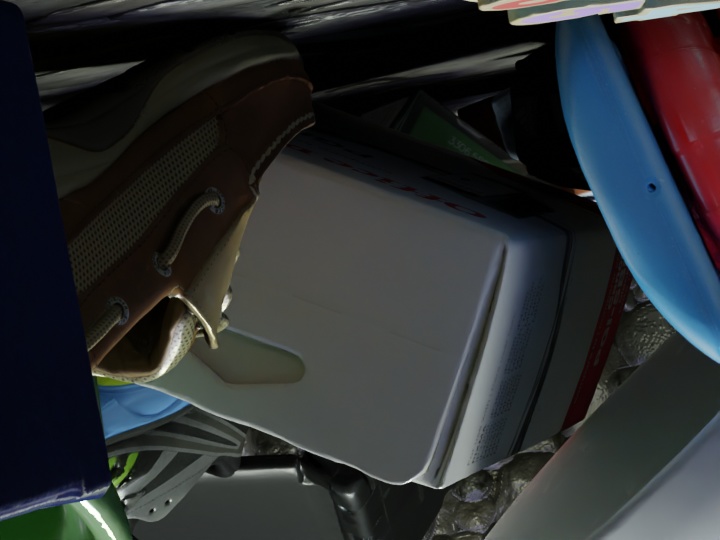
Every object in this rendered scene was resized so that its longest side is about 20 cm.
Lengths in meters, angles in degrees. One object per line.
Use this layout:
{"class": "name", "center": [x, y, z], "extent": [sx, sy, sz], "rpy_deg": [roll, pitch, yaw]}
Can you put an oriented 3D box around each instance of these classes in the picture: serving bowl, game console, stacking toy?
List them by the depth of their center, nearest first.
{"class": "stacking toy", "center": [0.160, -0.064, 0.721], "extent": [0.199, 0.117, 0.110], "rpy_deg": [-26, -177, 9]}
{"class": "serving bowl", "center": [0.118, 0.068, 0.819], "extent": [0.200, 0.066, 0.200], "rpy_deg": [-46, -179, 1]}
{"class": "game console", "center": [-0.027, 0.066, 1.053], "extent": [0.116, 0.176, 0.200], "rpy_deg": [30, 166, 13]}

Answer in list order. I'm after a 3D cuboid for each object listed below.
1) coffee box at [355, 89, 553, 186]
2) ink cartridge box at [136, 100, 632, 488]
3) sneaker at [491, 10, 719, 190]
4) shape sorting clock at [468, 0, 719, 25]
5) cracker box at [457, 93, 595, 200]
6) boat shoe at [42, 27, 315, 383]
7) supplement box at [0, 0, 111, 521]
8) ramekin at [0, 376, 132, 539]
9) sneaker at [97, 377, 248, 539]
{"class": "coffee box", "center": [0.025, -0.017, 1.104], "extent": [0.123, 0.044, 0.200], "rpy_deg": [35, 164, -13]}
{"class": "ink cartridge box", "center": [0.000, 0.000, 0.837], "extent": [0.146, 0.083, 0.200], "rpy_deg": [20, -171, 15]}
{"class": "sneaker", "center": [0.096, -0.055, 0.880], "extent": [0.080, 0.074, 0.200], "rpy_deg": [-8, 177, -6]}
{"class": "shape sorting clock", "center": [0.116, -0.077, 0.556], "extent": [0.199, 0.039, 0.200], "rpy_deg": [-12, 179, 0]}
{"class": "cracker box", "center": [0.159, -0.070, 1.096], "extent": [0.199, 0.058, 0.134], "rpy_deg": [-12, 179, -21]}
{"class": "boat shoe", "center": [-0.069, -0.006, 0.642], "extent": [0.075, 0.074, 0.200], "rpy_deg": [-21, -173, 33]}
{"class": "supplement box", "center": [-0.169, 0.016, 0.511], "extent": [0.199, 0.110, 0.109], "rpy_deg": [-11, 179, 19]}
{"class": "ramekin", "center": [-0.165, 0.050, 0.703], "extent": [0.199, 0.098, 0.200], "rpy_deg": [-5, 145, -3]}
{"class": "sneaker", "center": [-0.105, 0.073, 0.868], "extent": [0.071, 0.083, 0.199], "rpy_deg": [19, -153, 36]}
